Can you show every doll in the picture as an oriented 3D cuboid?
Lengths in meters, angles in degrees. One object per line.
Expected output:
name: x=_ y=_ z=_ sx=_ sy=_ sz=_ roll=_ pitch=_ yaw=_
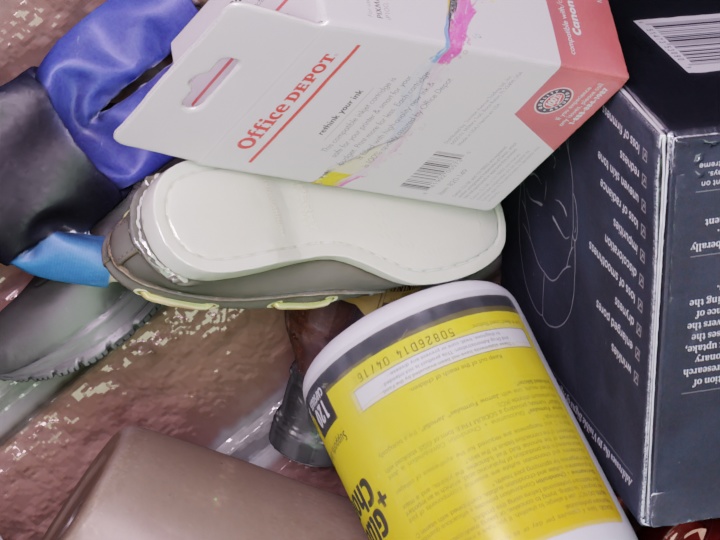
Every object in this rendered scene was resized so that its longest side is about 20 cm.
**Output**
doll: x=-0.132 y=-0.052 z=1.346 sx=0.200 sy=0.048 sz=0.136 roll=-37 pitch=99 yaw=0

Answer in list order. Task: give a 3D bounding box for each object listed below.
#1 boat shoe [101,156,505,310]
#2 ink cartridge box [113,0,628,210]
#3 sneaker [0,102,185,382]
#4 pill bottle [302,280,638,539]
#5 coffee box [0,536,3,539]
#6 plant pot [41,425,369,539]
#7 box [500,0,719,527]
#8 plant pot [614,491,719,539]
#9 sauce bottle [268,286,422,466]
boat shoe: x=-0.024 y=-0.019 z=1.344 sx=0.202 sy=0.072 sz=0.060 roll=-2 pitch=162 yaw=-38
ink cartridge box: x=-0.001 y=-0.093 z=1.282 sx=0.200 sy=0.068 sz=0.116 roll=8 pitch=146 yaw=-33
sneaker: x=-0.112 y=-0.028 z=1.408 sx=0.200 sy=0.076 sz=0.091 roll=-40 pitch=108 yaw=0
pill bottle: x=0.060 y=0.113 z=1.358 sx=0.112 sy=0.200 sz=0.112 roll=-22 pitch=159 yaw=-9
coffee box: x=-0.274 y=0.191 z=1.341 sx=0.200 sy=0.200 sz=0.198 roll=-36 pitch=77 yaw=18
plant pot: x=-0.072 y=0.168 z=1.453 sx=0.175 sy=0.200 sz=0.200 roll=33 pitch=105 yaw=-8
box: x=0.153 y=-0.018 z=1.388 sx=0.124 sy=0.200 sz=0.197 roll=-6 pitch=117 yaw=-16
plant pot: x=0.224 y=0.182 z=1.516 sx=0.200 sy=0.183 sz=0.201 roll=-5 pitch=116 yaw=-10
sauce bottle: x=0.000 y=0.000 z=1.444 sx=0.066 sy=0.066 sz=0.200 roll=8 pitch=116 yaw=-17
